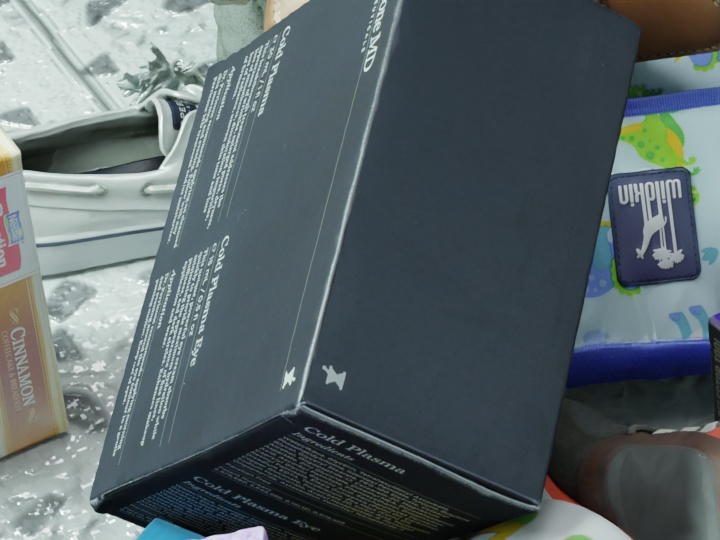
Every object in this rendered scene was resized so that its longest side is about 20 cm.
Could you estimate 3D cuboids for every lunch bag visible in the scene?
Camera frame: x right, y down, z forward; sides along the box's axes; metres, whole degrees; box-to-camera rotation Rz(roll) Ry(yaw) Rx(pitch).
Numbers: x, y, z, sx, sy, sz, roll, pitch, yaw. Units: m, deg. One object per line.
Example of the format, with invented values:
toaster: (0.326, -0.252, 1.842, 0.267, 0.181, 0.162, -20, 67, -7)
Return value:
lunch bag: (0.119, -0.036, 1.160, 0.169, 0.128, 0.201, -7, 52, 2)

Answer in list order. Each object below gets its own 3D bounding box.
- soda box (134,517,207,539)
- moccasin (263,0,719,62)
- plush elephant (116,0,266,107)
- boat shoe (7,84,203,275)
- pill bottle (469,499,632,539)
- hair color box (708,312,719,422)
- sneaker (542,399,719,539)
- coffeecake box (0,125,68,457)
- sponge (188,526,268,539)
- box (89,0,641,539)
soda box: (-0.100, 0.183, 0.958, 0.067, 0.064, 0.200, 19, 45, 27)
moccasin: (0.057, -0.102, 1.096, 0.200, 0.074, 0.078, 2, 53, 9)
plush elephant: (-0.035, -0.162, 1.293, 0.199, 0.156, 0.165, -19, 41, -17)
boat shoe: (-0.083, -0.051, 1.236, 0.199, 0.066, 0.074, -16, 40, -13)
pill bottle: (0.018, 0.174, 0.919, 0.199, 0.112, 0.111, -31, 46, -28)
hair color box: (0.235, 0.036, 1.059, 0.199, 0.110, 0.065, -24, 37, -21)
sneaker: (0.134, 0.088, 1.004, 0.077, 0.082, 0.200, 24, 11, -36)
coffeecake box: (-0.231, 0.028, 1.089, 0.199, 0.154, 0.073, -22, 43, -20)
sponge: (-0.125, 0.151, 0.901, 0.199, 0.030, 0.112, -11, 40, 18)
box: (0.000, 0.000, 1.013, 0.104, 0.182, 0.201, 23, 66, -21)
